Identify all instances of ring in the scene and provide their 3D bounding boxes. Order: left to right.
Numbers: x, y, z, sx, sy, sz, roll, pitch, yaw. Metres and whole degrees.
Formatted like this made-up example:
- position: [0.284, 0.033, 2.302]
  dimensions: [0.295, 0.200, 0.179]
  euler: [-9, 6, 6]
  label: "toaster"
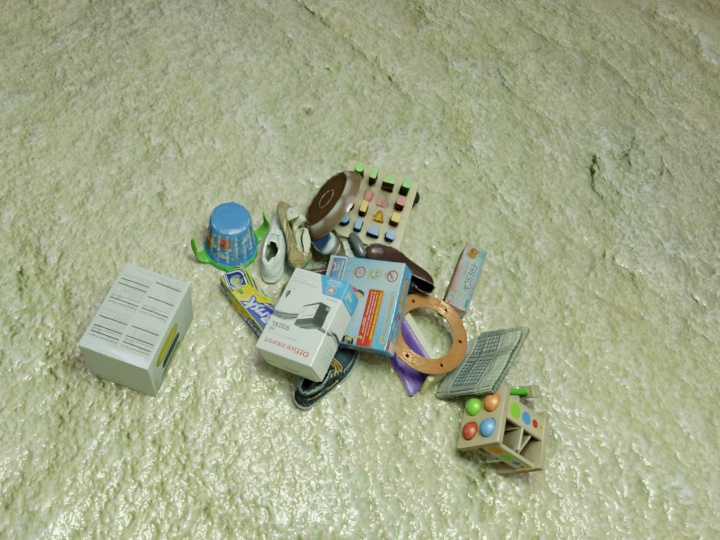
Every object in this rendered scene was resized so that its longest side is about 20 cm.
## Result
- position: [0.151, 0.145, 1.350]
  dimensions: [0.195, 0.019, 0.204]
  euler: [8, 54, -11]
  label: "ring"

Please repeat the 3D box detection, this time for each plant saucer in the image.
- position: [-0.076, -0.169, 1.457]
  dimensions: [0.032, 0.198, 0.204]
  euler: [35, 52, -28]
  label: "plant saucer"

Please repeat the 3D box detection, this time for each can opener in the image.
- position: [0.000, 0.000, 1.476]
  dimensions: [0.052, 0.067, 0.203]
  euler: [-12, 61, -17]
  label: "can opener"

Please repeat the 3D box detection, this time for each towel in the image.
- position: [0.274, 0.205, 1.342]
  dimensions: [0.035, 0.191, 0.201]
  euler: [48, 57, -11]
  label: "towel"

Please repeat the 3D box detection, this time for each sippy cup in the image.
- position: [-0.313, -0.090, 1.428]
  dimensions: [0.137, 0.131, 0.180]
  euler: [25, 56, 4]
  label: "sippy cup"

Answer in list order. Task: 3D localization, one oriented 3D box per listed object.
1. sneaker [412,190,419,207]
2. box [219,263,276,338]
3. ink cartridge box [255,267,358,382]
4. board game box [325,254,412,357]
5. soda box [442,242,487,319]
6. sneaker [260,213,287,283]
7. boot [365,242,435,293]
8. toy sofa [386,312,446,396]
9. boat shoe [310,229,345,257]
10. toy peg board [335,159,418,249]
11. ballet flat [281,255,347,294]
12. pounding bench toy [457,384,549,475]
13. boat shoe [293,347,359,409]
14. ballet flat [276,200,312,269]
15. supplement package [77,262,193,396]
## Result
- position: [0.069, -0.228, 1.640]
  dimensions: [0.195, 0.082, 0.087]
  euler: [15, 34, 0]
  label: "sneaker"
- position: [-0.244, 0.085, 1.370]
  dimensions: [0.064, 0.071, 0.200]
  euler: [-34, 70, -25]
  label: "box"
- position: [-0.112, 0.113, 1.263]
  dimensions: [0.142, 0.084, 0.203]
  euler: [14, 63, 23]
  label: "ink cartridge box"
- position: [0.001, 0.076, 1.335]
  dimensions: [0.191, 0.056, 0.205]
  euler: [7, 72, 26]
  label: "board game box"
- position: [0.262, 0.031, 1.511]
  dimensions: [0.062, 0.069, 0.202]
  euler: [25, 58, 4]
  label: "soda box"
- position: [-0.205, -0.072, 1.469]
  dimensions: [0.068, 0.081, 0.204]
  euler: [5, 56, 1]
  label: "sneaker"
- position: [0.095, -0.008, 1.442]
  dimensions: [0.197, 0.166, 0.073]
  euler: [30, 93, 2]
  label: "boot"
- position: [0.112, 0.182, 1.378]
  dimensions: [0.096, 0.083, 0.202]
  euler: [-21, 65, -24]
  label: "toy sofa"
- position: [-0.087, -0.076, 1.480]
  dimensions: [0.072, 0.072, 0.201]
  euler: [37, 12, -28]
  label: "boat shoe"
- position: [0.035, -0.173, 1.525]
  dimensions: [0.195, 0.098, 0.204]
  euler: [18, 83, 1]
  label: "toy peg board"
- position: [-0.108, 0.011, 1.448]
  dimensions: [0.196, 0.070, 0.072]
  euler: [-21, 44, -16]
  label: "ballet flat"
- position: [0.310, 0.310, 1.283]
  dimensions: [0.155, 0.124, 0.203]
  euler: [34, 54, -20]
  label: "pounding bench toy"
- position: [-0.067, 0.221, 1.311]
  dimensions: [0.070, 0.092, 0.200]
  euler: [39, 59, 13]
  label: "boat shoe"
- position: [-0.155, -0.097, 1.447]
  dimensions: [0.070, 0.065, 0.204]
  euler: [15, 50, -50]
  label: "ballet flat"
- position: [-0.464, 0.126, 1.250]
  dimensions: [0.147, 0.153, 0.203]
  euler: [18, 56, 0]
  label: "supplement package"
